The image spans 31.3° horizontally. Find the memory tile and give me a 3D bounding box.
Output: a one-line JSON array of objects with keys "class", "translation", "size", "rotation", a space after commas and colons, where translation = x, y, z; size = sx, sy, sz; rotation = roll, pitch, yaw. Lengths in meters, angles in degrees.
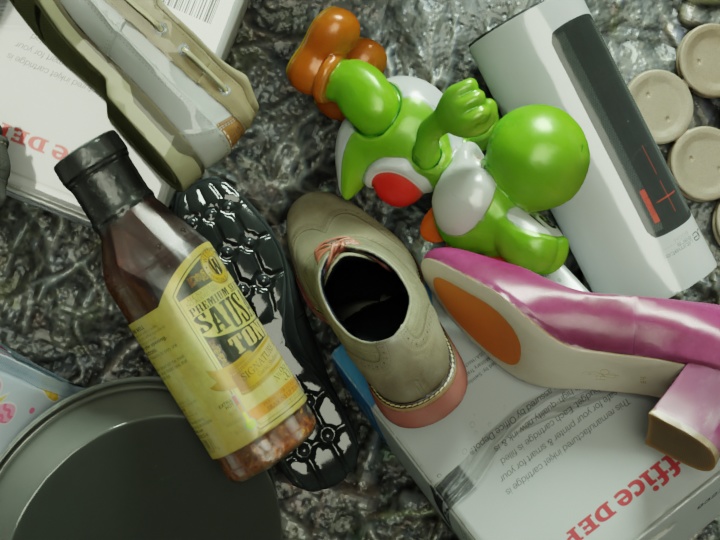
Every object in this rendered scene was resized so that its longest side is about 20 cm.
[{"class": "memory tile", "translation": [0.283, -0.083, 0.869], "size": [0.153, 0.017, 0.200], "rotation": [-39, 93, -8]}]

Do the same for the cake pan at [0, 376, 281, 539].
[{"class": "cake pan", "translation": [-0.128, 0.163, 0.745], "size": [0.199, 0.037, 0.202], "rotation": [-8, 106, -31]}]

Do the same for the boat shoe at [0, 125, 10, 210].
[{"class": "boat shoe", "translation": [-0.276, -0.039, 0.700], "size": [0.198, 0.067, 0.058], "rotation": [-15, 83, 23]}]

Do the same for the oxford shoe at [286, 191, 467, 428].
[{"class": "oxford shoe", "translation": [0.000, 0.000, 0.740], "size": [0.070, 0.200, 0.075], "rotation": [-33, 131, -4]}]

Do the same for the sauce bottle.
[{"class": "sauce bottle", "translation": [-0.099, 0.018, 0.707], "size": [0.066, 0.066, 0.201], "rotation": [-33, 96, -8]}]

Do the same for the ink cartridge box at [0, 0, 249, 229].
[{"class": "ink cartridge box", "translation": [-0.157, -0.131, 0.772], "size": [0.145, 0.085, 0.202], "rotation": [22, 84, -7]}]

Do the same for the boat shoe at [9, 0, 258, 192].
[{"class": "boat shoe", "translation": [-0.137, -0.141, 0.702], "size": [0.068, 0.075, 0.200], "rotation": [-41, 101, -13]}]

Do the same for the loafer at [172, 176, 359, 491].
[{"class": "loafer", "translation": [-0.063, 0.041, 0.785], "size": [0.068, 0.070, 0.202], "rotation": [-25, 89, -12]}]

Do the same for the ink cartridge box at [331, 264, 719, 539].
[{"class": "ink cartridge box", "translation": [0.100, 0.093, 0.755], "size": [0.145, 0.084, 0.200], "rotation": [-35, 59, -9]}]

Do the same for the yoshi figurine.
[{"class": "yoshi figurine", "translation": [0.058, -0.085, 0.761], "size": [0.200, 0.112, 0.112], "rotation": [42, 54, 20]}]

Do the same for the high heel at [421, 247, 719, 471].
[{"class": "high heel", "translation": [0.133, 0.021, 0.704], "size": [0.199, 0.068, 0.096], "rotation": [28, 60, 28]}]

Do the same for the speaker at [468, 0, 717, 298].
[{"class": "speaker", "translation": [0.148, -0.072, 0.817], "size": [0.081, 0.081, 0.201], "rotation": [-27, 91, -8]}]

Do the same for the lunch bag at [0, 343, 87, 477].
[{"class": "lunch bag", "translation": [-0.272, 0.105, 0.725], "size": [0.199, 0.127, 0.171], "rotation": [28, 83, -32]}]
